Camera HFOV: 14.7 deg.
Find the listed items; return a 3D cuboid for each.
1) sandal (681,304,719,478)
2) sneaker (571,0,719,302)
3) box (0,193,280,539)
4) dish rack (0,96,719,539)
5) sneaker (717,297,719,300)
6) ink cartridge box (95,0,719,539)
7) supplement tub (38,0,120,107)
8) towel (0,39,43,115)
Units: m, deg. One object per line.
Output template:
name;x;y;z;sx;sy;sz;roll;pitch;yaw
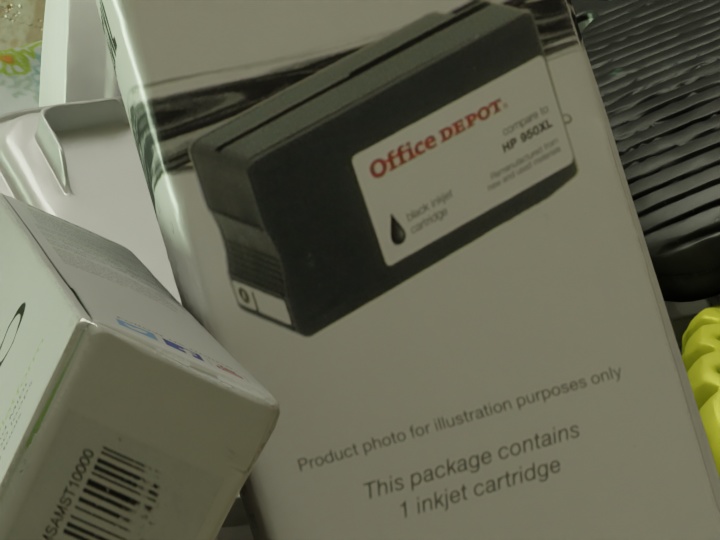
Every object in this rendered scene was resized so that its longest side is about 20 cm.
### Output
sandal;0.118;0.037;0.604;0.086;0.080;0.200;-4;12;17
sneaker;0.084;-0.026;0.677;0.074;0.089;0.200;-18;22;9
box;-0.074;0.065;0.484;0.036;0.145;0.200;26;1;-12
dish rack;0.000;0.000;0.736;0.199;0.044;0.172;-9;45;-27
sneaker;0.142;-0.006;0.765;0.070;0.080;0.200;-41;13;-11
ink cartridge box;0.002;-0.013;0.554;0.084;0.201;0.145;-16;-4;-4
supplement tub;-0.015;-0.061;1.019;0.199;0.146;0.144;2;6;-11
towel;-0.102;-0.033;1.117;0.171;0.048;0.199;38;37;27
